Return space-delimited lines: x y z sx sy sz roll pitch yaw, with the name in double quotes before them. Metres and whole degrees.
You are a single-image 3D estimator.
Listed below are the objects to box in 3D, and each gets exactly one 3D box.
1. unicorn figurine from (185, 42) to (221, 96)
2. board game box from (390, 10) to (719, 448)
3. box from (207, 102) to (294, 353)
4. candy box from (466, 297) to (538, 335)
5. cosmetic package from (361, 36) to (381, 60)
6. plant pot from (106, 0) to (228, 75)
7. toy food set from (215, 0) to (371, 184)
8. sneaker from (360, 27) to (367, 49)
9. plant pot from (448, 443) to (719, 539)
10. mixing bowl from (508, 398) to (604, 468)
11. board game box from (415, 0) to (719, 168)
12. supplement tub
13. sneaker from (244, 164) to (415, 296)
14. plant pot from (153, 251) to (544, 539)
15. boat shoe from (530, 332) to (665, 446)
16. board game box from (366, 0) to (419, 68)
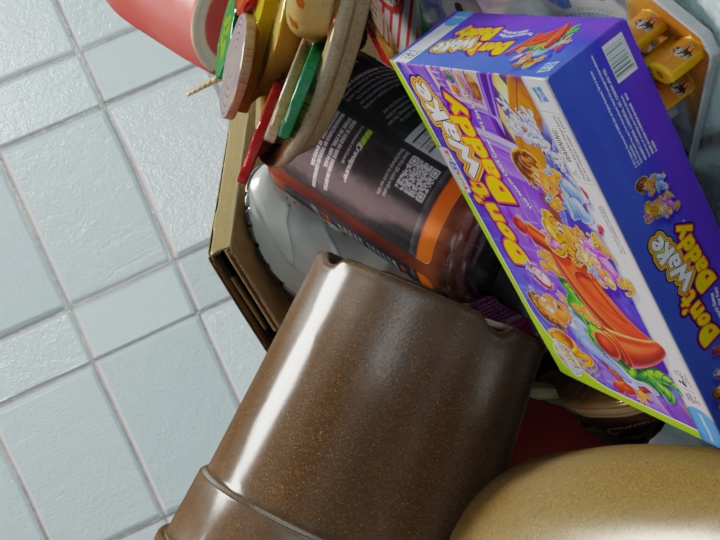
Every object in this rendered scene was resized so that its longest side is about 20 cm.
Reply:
"unicorn figurine" -0.069 -0.238 1.022 0.074 0.200 0.137 26 159 16
"board game box" 0.106 -0.022 0.594 0.200 0.045 0.134 59 165 -24
"box" -0.059 -0.015 0.948 0.200 0.021 0.164 -90 -24 -52
"candy box" 0.094 0.026 1.012 0.136 0.061 0.201 -133 19 -70
"cosmetic package" -0.008 -0.108 0.984 0.105 0.071 0.201 109 156 -58
"plant pot" -0.142 -0.290 1.267 0.177 0.200 0.201 46 162 40
"toy food set" -0.037 -0.150 0.707 0.200 0.048 0.199 -108 32 -57
"sneaker" -0.051 -0.224 0.828 0.200 0.074 0.079 74 174 -49
"plant pot" 0.157 0.158 0.612 0.187 0.186 0.200 64 155 11
"mixing bowl" 0.083 0.151 0.935 0.200 0.108 0.201 24 132 30
"board game box" 0.082 -0.102 0.629 0.200 0.026 0.200 47 165 26
"supplement tub" 0.043 -0.050 0.790 0.200 0.107 0.107 35 159 26
"sneaker" 0.000 0.000 0.879 0.200 0.087 0.075 50 -157 -4
"plant pot" 0.007 0.106 0.766 0.200 0.199 0.200 23 177 1
"boat shoe" 0.154 0.069 0.753 0.072 0.072 0.200 36 168 -8
"board game box" 0.023 -0.208 0.807 0.200 0.046 0.152 91 153 -73
